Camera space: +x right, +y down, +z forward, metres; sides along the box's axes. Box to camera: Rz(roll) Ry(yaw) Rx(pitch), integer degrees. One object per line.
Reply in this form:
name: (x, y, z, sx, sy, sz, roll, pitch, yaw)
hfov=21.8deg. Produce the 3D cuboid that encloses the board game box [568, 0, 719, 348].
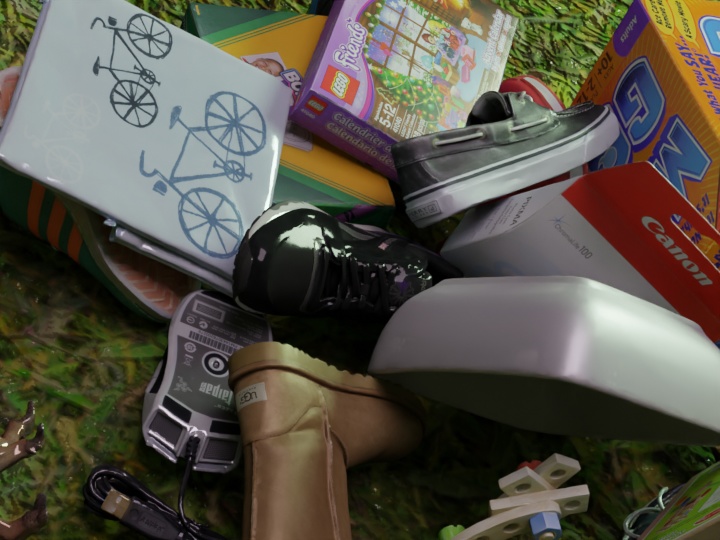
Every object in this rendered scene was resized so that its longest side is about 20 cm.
board game box: (0.280, -0.060, 1.400, 0.200, 0.200, 0.200, 1, 49, -27)

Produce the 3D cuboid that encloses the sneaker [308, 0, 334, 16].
sneaker: (0.028, -0.149, 1.460, 0.082, 0.073, 0.200, -11, 64, -44)

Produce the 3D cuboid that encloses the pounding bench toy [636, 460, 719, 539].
pounding bench toy: (0.278, 0.179, 1.102, 0.156, 0.200, 0.124, 50, 48, 2)

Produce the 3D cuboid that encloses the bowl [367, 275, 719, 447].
bowl: (0.127, 0.055, 1.192, 0.200, 0.200, 0.075, 19, 76, -40)

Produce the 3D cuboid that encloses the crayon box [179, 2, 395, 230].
crayon box: (-0.060, -0.104, 1.371, 0.119, 0.058, 0.200, 2, 49, -25)

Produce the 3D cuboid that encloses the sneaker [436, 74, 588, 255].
sneaker: (0.106, -0.055, 1.380, 0.115, 0.078, 0.200, -3, 63, -27)

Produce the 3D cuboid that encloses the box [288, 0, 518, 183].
box: (0.036, -0.151, 1.384, 0.137, 0.039, 0.200, 29, 46, -12)

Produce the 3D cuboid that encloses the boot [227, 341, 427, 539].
boot: (-0.018, 0.160, 1.139, 0.175, 0.066, 0.200, 22, 51, -42)

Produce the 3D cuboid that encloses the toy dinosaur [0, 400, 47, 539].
toy dinosaur: (-0.247, 0.124, 1.049, 0.135, 0.086, 0.200, 0, 66, -14)

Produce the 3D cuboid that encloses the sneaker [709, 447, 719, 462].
sneaker: (0.291, 0.153, 1.299, 0.090, 0.075, 0.200, 23, 49, -69)

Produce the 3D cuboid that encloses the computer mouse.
computer mouse: (-0.102, 0.097, 1.173, 0.110, 0.044, 0.200, 23, 46, -9)

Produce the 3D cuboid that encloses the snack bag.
snack bag: (-0.141, -0.093, 1.235, 0.200, 0.021, 0.189, 27, 49, -22)

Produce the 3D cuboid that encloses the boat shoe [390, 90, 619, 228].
boat shoe: (0.105, -0.093, 1.301, 0.200, 0.072, 0.071, -24, 96, -40)

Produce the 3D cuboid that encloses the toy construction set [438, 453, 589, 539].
toy construction set: (0.085, 0.202, 1.102, 0.092, 0.131, 0.200, 17, 44, -13)

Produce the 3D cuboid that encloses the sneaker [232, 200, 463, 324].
sneaker: (0.000, 0.000, 1.230, 0.087, 0.076, 0.200, 16, 9, 32)

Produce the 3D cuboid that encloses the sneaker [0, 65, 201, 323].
sneaker: (-0.187, -0.043, 1.245, 0.200, 0.080, 0.071, 51, 54, -6)

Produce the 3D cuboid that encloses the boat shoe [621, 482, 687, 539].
boat shoe: (0.195, 0.195, 1.217, 0.075, 0.062, 0.200, 39, 43, 13)

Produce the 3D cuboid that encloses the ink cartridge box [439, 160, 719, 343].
ink cartridge box: (0.169, 0.010, 1.249, 0.160, 0.200, 0.047, 44, 64, -19)
